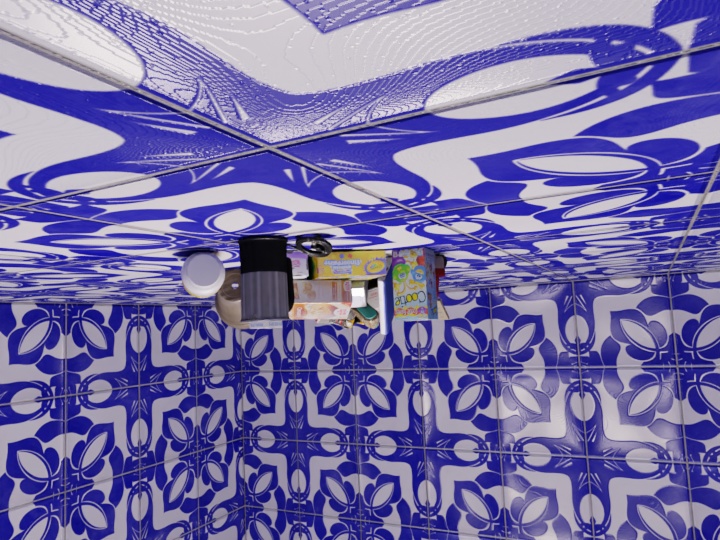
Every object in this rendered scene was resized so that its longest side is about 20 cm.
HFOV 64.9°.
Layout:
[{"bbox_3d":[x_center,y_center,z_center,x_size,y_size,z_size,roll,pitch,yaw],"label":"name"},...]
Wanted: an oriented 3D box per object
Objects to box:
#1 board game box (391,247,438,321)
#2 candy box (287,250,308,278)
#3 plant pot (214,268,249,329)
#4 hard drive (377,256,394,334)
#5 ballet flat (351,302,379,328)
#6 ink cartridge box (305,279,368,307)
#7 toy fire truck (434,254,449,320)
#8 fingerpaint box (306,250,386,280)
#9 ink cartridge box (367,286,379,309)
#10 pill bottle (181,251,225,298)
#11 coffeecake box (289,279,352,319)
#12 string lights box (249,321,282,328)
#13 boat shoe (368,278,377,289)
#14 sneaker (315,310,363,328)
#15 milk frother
[{"bbox_3d":[0.156,0.043,1.630,0.102,0.202,0.105,-5,173,23],"label":"board game box"},{"bbox_3d":[-0.240,-0.007,1.595,0.166,0.072,0.200,-1,175,-13],"label":"candy box"},{"bbox_3d":[-0.409,0.080,1.925,0.198,0.202,0.174,-3,158,-2],"label":"plant pot"},{"bbox_3d":[0.083,0.078,1.753,0.025,0.202,0.132,6,-145,15],"label":"hard drive"},{"bbox_3d":[-0.002,0.121,1.801,0.070,0.066,0.200,-27,-140,-13],"label":"ballet flat"},{"bbox_3d":[-0.078,0.045,1.793,0.198,0.083,0.147,-4,-144,6],"label":"ink cartridge box"},{"bbox_3d":[0.199,0.056,1.776,0.128,0.202,0.175,2,172,-38],"label":"toy fire truck"},{"bbox_3d":[-0.045,-0.012,1.630,0.198,0.074,0.167,-2,175,-17],"label":"fingerpaint box"},{"bbox_3d":[0.070,0.095,1.914,0.116,0.068,0.200,-17,171,-4],"label":"ink cartridge box"},{"bbox_3d":[-0.414,0.011,1.488,0.110,0.112,0.200,-1,174,-17],"label":"pill bottle"},{"bbox_3d":[-0.130,0.086,1.632,0.198,0.074,0.154,0,158,-7],"label":"coffeecake box"},{"bbox_3d":[-0.301,0.082,1.794,0.058,0.202,0.103,-6,173,27],"label":"string lights box"},{"bbox_3d":[-0.007,0.042,1.905,0.198,0.073,0.067,-8,170,-24],"label":"boat shoe"},{"bbox_3d":[-0.060,0.154,1.918,0.198,0.083,0.078,-5,139,-30],"label":"sneaker"},{"bbox_3d":[-0.171,0.019,1.305,0.199,0.190,0.180,-7,173,39],"label":"milk frother"}]
